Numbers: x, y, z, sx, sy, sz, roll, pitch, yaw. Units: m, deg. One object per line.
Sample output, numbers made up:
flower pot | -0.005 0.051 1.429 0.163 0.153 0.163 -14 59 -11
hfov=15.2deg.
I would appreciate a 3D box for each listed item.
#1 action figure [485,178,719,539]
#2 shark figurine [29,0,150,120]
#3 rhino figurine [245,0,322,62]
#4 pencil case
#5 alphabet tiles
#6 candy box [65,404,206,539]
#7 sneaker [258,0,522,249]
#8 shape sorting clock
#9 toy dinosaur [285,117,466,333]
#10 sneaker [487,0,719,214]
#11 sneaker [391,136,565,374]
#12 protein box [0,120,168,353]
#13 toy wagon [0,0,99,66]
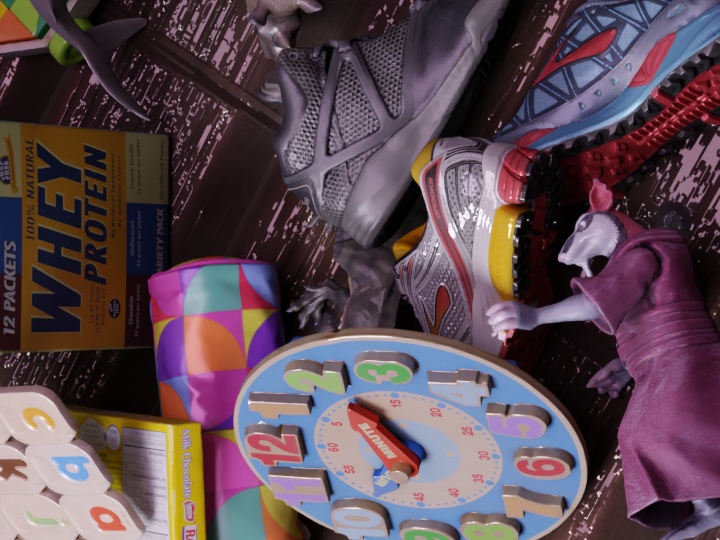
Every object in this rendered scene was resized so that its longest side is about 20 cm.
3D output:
action figure | 0.166 0.039 1.429 0.149 0.134 0.200 -24 77 24
shark figurine | -0.169 -0.189 1.592 0.090 0.128 0.215 -118 31 -49
rhino figurine | -0.064 -0.206 1.593 0.087 0.060 0.200 140 117 -72
pencil case | -0.077 0.091 1.605 0.088 0.088 0.200 -9 86 30
alphabet tiles | -0.222 0.112 1.564 0.195 0.015 0.200 -4 128 37
candy box | -0.146 0.135 1.618 0.200 0.026 0.102 2 97 60
sneaker | 0.016 -0.123 1.530 0.114 0.076 0.200 33 93 9
shape sorting clock | 0.027 0.100 1.492 0.200 0.200 0.039 -8 45 30
toy dinosaur | 0.000 0.000 1.578 0.088 0.047 0.200 14 79 45
sneaker | 0.141 -0.105 1.495 0.200 0.079 0.096 -32 53 25
sneaker | 0.061 0.009 1.495 0.082 0.078 0.200 19 126 21
protein box | -0.253 -0.019 1.641 0.200 0.198 0.135 0 90 31
toy wagon | -0.195 -0.234 1.705 0.155 0.040 0.200 45 111 23
